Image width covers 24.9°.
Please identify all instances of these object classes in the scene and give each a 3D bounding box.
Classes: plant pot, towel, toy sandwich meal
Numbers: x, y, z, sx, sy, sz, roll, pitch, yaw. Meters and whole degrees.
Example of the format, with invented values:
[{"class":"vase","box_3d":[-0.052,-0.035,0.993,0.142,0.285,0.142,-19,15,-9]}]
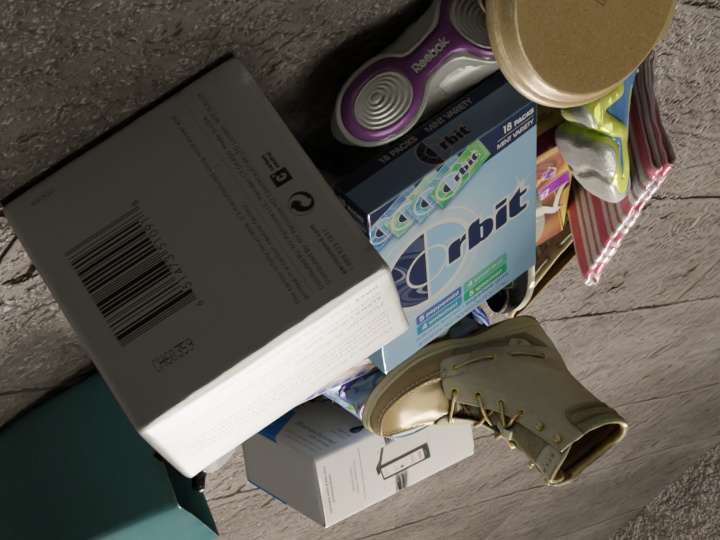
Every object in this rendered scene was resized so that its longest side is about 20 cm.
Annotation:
[{"class":"plant pot","box_3d":[-0.253,0.196,1.417,0.199,0.142,0.141,-24,158,0]},{"class":"towel","box_3d":[0.237,-0.096,1.517,0.030,0.147,0.200,4,146,-13]},{"class":"toy sandwich meal","box_3d":[0.157,-0.217,1.191,0.205,0.070,0.206,-16,118,-32]}]

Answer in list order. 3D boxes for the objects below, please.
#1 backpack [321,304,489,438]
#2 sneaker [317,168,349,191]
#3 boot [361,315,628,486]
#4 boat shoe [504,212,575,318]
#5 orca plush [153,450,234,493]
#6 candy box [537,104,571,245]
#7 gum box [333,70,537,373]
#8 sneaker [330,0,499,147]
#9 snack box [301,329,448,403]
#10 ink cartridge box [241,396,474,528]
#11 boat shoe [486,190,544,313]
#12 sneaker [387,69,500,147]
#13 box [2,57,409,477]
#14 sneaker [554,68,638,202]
[{"class":"backpack","box_3d":[0.040,0.070,1.559,0.183,0.147,0.200,-37,158,4]},{"class":"sneaker","box_3d":[-0.005,-0.052,1.301,0.099,0.078,0.200,-8,179,24]},{"class":"boot","box_3d":[0.117,0.129,1.421,0.199,0.155,0.072,-21,140,-26]},{"class":"boat shoe","box_3d":[0.220,-0.028,1.737,0.200,0.063,0.073,-38,158,6]},{"class":"orca plush","box_3d":[-0.153,0.136,1.403,0.200,0.071,0.106,-32,142,-80]},{"class":"candy box","box_3d":[0.139,-0.072,1.539,0.116,0.057,0.200,-31,159,-11]},{"class":"gum box","box_3d":[0.064,-0.034,1.272,0.170,0.045,0.200,-35,146,-21]},{"class":"sneaker","box_3d":[0.055,-0.163,1.238,0.200,0.075,0.100,-35,-177,-11]},{"class":"snack box","box_3d":[-0.012,0.078,1.393,0.199,0.024,0.072,-24,167,-17]},{"class":"ink cartridge box","box_3d":[-0.004,0.171,1.694,0.200,0.146,0.085,-23,116,-32]},{"class":"boat shoe","box_3d":[0.119,-0.020,1.462,0.067,0.072,0.200,-21,152,-10]},{"class":"sneaker","box_3d":[0.108,-0.158,1.322,0.200,0.076,0.088,-35,173,9]},{"class":"box","box_3d":[-0.104,0.000,1.134,0.200,0.199,0.131,-34,159,-5]},{"class":"sneaker","box_3d":[0.217,-0.152,1.402,0.105,0.076,0.200,-41,136,-15]}]
